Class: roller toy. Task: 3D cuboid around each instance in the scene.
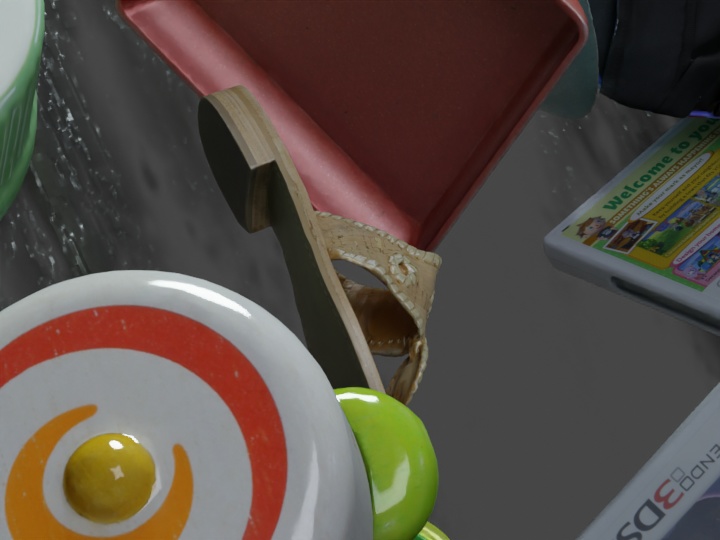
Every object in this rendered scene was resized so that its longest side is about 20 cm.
[{"bbox_3d":[-0.086,0.102,1.112,0.182,0.140,0.200,24,73,18],"label":"roller toy"}]

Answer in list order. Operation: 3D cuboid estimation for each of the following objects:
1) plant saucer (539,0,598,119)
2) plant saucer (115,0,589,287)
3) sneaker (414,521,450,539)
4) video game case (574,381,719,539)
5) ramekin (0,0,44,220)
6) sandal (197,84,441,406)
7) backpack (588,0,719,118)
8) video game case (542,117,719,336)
[{"bbox_3d":[0.045,-0.154,1.322,0.039,0.201,0.201,-26,72,-11],"label":"plant saucer"},{"bbox_3d":[-0.002,-0.120,1.289,0.200,0.200,0.037,45,46,10],"label":"plant saucer"},{"bbox_3d":[-0.038,0.134,1.217,0.200,0.074,0.084,14,64,4],"label":"sneaker"},{"bbox_3d":[0.201,0.145,1.231,0.200,0.182,0.023,43,22,8],"label":"video game case"},{"bbox_3d":[-0.233,-0.098,1.261,0.200,0.098,0.200,7,62,-13],"label":"ramekin"},{"bbox_3d":[0.001,-0.003,1.293,0.070,0.078,0.212,-20,65,-18],"label":"sandal"},{"bbox_3d":[0.156,-0.170,1.339,0.200,0.154,0.191,6,100,-17],"label":"backpack"},{"bbox_3d":[0.213,-0.041,1.331,0.200,0.022,0.182,-40,38,-22],"label":"video game case"}]
